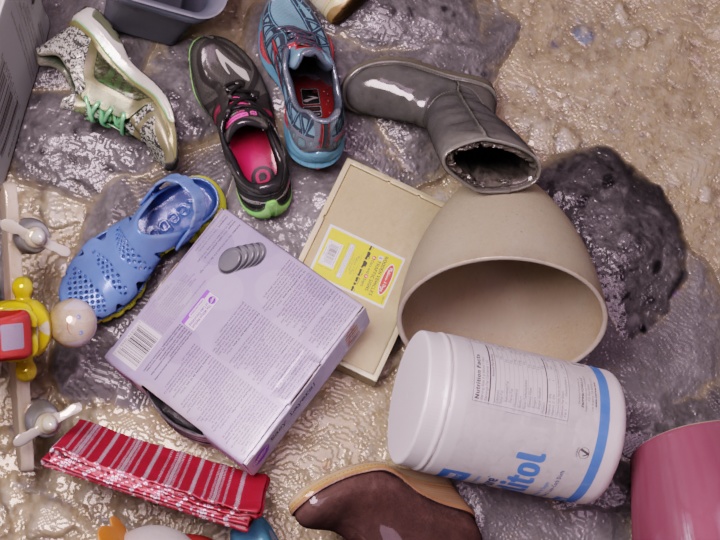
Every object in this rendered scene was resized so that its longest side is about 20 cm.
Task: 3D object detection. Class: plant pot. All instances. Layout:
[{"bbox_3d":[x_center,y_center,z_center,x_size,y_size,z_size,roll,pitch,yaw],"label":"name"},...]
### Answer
[{"bbox_3d":[0.333,0.247,1.253,0.197,0.201,0.181,-4,59,-7],"label":"plant pot"}]

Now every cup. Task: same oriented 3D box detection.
[{"bbox_3d":[0.135,-0.006,1.307,0.198,0.201,0.144,7,52,-4],"label":"cup"}]

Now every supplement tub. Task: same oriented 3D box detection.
[{"bbox_3d":[0.137,0.139,1.269,0.198,0.132,0.134,12,74,-11],"label":"supplement tub"}]

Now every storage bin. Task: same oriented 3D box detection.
[{"bbox_3d":[-0.190,-0.330,1.370,0.144,0.134,0.203,12,74,-18],"label":"storage bin"}]

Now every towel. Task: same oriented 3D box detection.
[{"bbox_3d":[-0.180,0.183,1.234,0.198,0.145,0.023,18,96,0],"label":"towel"}]

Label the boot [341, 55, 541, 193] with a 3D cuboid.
[{"bbox_3d":[0.074,-0.140,1.324,0.179,0.073,0.201,1,33,-4],"label":"boot"}]

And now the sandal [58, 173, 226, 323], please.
[{"bbox_3d":[-0.216,-0.030,1.316,0.079,0.087,0.200,43,77,5],"label":"sandal"}]

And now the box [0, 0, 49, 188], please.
[{"bbox_3d":[-0.411,-0.216,1.287,0.169,0.199,0.202,12,72,-2],"label":"box"}]

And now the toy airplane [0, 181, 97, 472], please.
[{"bbox_3d":[-0.308,0.053,1.230,0.139,0.201,0.201,-4,47,-3],"label":"toy airplane"}]

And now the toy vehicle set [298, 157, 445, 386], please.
[{"bbox_3d":[0.000,0.000,1.360,0.123,0.027,0.202,26,74,1],"label":"toy vehicle set"}]

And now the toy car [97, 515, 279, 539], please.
[{"bbox_3d":[-0.168,0.268,1.152,0.183,0.201,0.177,-29,37,-1],"label":"toy car"}]

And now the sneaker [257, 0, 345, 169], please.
[{"bbox_3d":[-0.051,-0.210,1.369,0.078,0.096,0.202,-11,67,-14],"label":"sneaker"}]

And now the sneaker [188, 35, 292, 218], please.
[{"bbox_3d":[-0.115,-0.154,1.360,0.076,0.084,0.202,-22,78,-12],"label":"sneaker"}]

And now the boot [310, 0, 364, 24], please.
[{"bbox_3d":[-0.016,-0.381,1.437,0.155,0.073,0.200,42,80,3],"label":"boot"}]

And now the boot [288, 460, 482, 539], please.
[{"bbox_3d":[0.041,0.260,1.223,0.198,0.072,0.168,3,50,-38],"label":"boot"}]

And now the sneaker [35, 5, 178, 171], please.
[{"bbox_3d":[-0.255,-0.167,1.350,0.088,0.077,0.200,-32,72,-24],"label":"sneaker"}]

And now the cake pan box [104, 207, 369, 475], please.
[{"bbox_3d":[-0.119,0.069,1.292,0.183,0.052,0.201,32,75,21],"label":"cake pan box"}]
